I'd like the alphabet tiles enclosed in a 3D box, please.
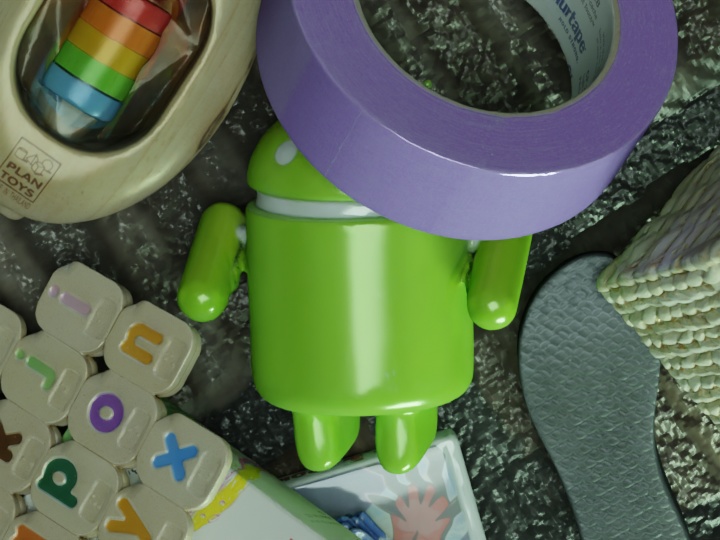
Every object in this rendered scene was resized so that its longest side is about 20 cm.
[{"bbox_3d":[-0.159,0.101,1.447,0.195,0.015,0.200,27,90,31],"label":"alphabet tiles"}]

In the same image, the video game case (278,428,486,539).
[{"bbox_3d":[-0.009,0.204,1.538,0.182,0.023,0.200,-17,102,-1],"label":"video game case"}]

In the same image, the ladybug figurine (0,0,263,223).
[{"bbox_3d":[-0.128,-0.114,1.441,0.136,0.072,0.200,35,96,-9],"label":"ladybug figurine"}]

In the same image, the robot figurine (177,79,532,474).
[{"bbox_3d":[0.000,0.000,1.451,0.175,0.116,0.200,2,101,14],"label":"robot figurine"}]

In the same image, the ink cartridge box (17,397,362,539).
[{"bbox_3d":[-0.076,0.157,1.455,0.200,0.067,0.117,34,94,19],"label":"ink cartridge box"}]

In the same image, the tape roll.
[{"bbox_3d":[0.052,-0.116,1.399,0.200,0.066,0.200,9,59,-14],"label":"tape roll"}]

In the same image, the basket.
[{"bbox_3d":[0.250,-0.006,1.411,0.161,0.198,0.200,44,77,-7],"label":"basket"}]

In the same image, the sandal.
[{"bbox_3d":[0.129,0.083,1.521,0.076,0.043,0.201,-10,110,5],"label":"sandal"}]

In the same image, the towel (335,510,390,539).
[{"bbox_3d":[0.003,0.242,1.525,0.145,0.024,0.200,-39,102,5],"label":"towel"}]
